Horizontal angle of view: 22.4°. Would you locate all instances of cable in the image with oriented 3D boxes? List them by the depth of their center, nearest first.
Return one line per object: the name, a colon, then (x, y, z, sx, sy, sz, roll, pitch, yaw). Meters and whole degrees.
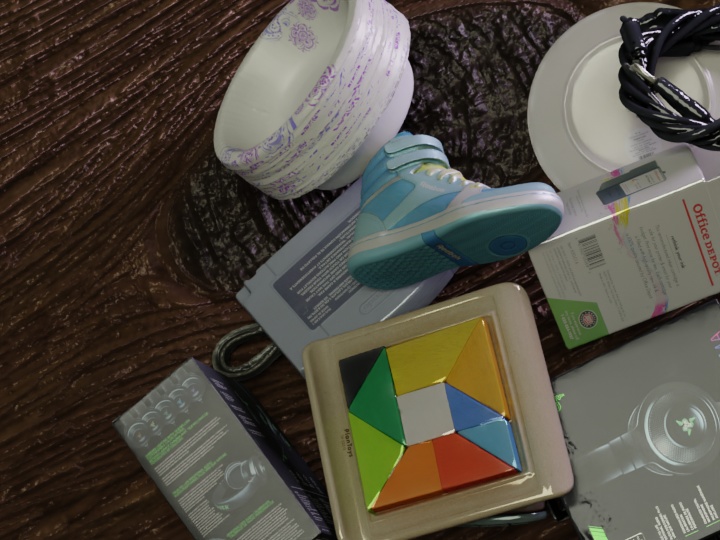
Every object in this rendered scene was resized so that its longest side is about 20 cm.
cable: (0.317, -0.163, 1.542, 0.198, 0.051, 0.164, 6, 46, -11)
cable: (-0.042, 0.042, 1.626, 0.198, 0.050, 0.098, -9, 75, 9)

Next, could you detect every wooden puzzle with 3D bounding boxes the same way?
wooden puzzle: (0.059, 0.118, 1.488, 0.198, 0.037, 0.186, -16, 68, 10)

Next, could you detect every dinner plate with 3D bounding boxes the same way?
dinner plate: (0.246, -0.145, 1.614, 0.198, 0.024, 0.202, -2, 79, 13)

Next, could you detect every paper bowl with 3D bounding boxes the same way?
paper bowl: (-0.032, -0.153, 1.607, 0.104, 0.200, 0.202, 32, 86, -27)

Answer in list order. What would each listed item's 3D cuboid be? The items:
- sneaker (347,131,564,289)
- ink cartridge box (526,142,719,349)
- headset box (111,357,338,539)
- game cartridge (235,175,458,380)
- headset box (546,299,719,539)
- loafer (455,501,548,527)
sneaker: (0.076, -0.071, 1.520, 0.199, 0.079, 0.132, -15, 57, 27)
ink cartridge box: (0.245, -0.028, 1.537, 0.199, 0.118, 0.068, -21, 33, 8)
headset box: (-0.105, 0.178, 1.549, 0.093, 0.174, 0.200, -39, 74, 2)
game cartridge: (0.000, 0.000, 1.594, 0.200, 0.041, 0.133, -41, 52, -3)
headset box: (0.245, 0.149, 1.510, 0.199, 0.093, 0.175, -26, 74, 8)
loafer: (0.066, 0.183, 1.532, 0.199, 0.072, 0.064, -5, 86, 37)
